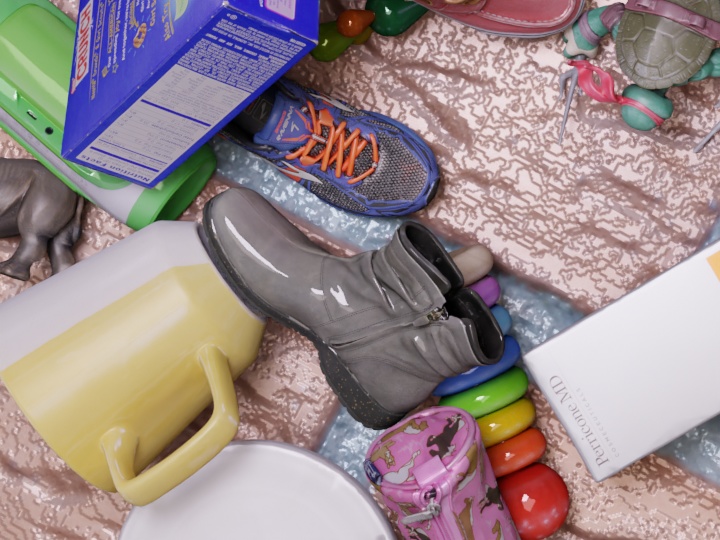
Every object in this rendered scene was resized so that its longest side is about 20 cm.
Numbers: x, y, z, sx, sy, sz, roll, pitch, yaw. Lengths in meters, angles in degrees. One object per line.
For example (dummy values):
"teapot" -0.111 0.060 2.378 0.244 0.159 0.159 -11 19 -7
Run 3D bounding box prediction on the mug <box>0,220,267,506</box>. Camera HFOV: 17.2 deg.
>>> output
"mug" -0.137 0.060 1.586 0.153 0.149 0.187 -36 75 8

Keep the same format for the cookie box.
"cookie box" -0.107 -0.174 1.521 0.200 0.075 0.171 -36 42 45

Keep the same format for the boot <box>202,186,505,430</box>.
"boot" 0.000 0.000 1.531 0.200 0.068 0.131 48 133 -1

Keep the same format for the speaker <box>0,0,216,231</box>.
"speaker" -0.196 -0.114 1.630 0.200 0.088 0.088 41 97 7

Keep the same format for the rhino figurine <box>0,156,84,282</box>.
"rhino figurine" -0.285 -0.051 1.657 0.200 0.060 0.088 17 80 10

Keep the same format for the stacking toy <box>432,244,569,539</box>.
"stacking toy" 0.084 0.088 1.597 0.085 0.085 0.200 -23 94 9

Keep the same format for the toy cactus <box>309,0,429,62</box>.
"toy cactus" 0.041 -0.213 1.600 0.165 0.102 0.200 29 93 -11

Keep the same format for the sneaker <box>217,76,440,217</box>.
"sneaker" -0.041 -0.091 1.608 0.200 0.078 0.075 24 95 8

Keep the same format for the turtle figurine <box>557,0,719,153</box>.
"turtle figurine" 0.212 -0.157 1.560 0.150 0.101 0.200 25 89 8

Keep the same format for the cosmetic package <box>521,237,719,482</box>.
"cosmetic package" 0.219 0.047 1.571 0.200 0.071 0.102 -32 86 9

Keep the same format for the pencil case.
"pencil case" 0.070 0.186 1.549 0.083 0.087 0.200 10 133 45

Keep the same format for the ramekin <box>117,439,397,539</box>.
"ramekin" -0.061 0.212 1.607 0.202 0.094 0.203 0 90 9

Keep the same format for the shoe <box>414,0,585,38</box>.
"shoe" 0.062 -0.191 1.521 0.200 0.091 0.072 19 105 -19
